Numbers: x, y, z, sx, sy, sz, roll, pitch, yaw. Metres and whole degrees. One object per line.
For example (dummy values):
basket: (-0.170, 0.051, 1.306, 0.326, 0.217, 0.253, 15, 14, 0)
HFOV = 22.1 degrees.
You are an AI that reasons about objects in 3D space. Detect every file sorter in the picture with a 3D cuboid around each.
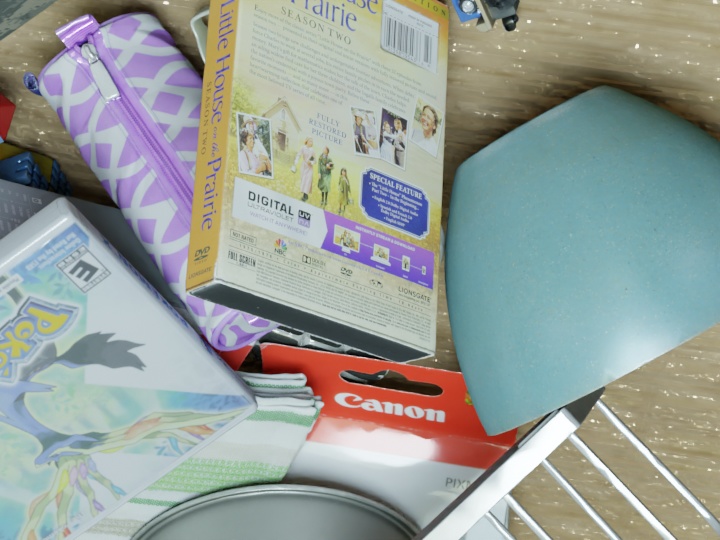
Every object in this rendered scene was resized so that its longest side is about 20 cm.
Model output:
file sorter: (0.087, 0.175, 0.997, 0.200, 0.139, 0.125, -44, 83, 12)

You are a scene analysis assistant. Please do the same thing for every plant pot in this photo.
plant pot: (0.124, -0.018, 0.984, 0.200, 0.200, 0.135, -30, 86, 25)

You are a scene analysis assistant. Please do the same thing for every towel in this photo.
towel: (-0.124, 0.124, 1.096, 0.149, 0.031, 0.200, 10, 135, -21)

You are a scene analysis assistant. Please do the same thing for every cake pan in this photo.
cake pan: (-0.052, 0.205, 1.140, 0.200, 0.037, 0.200, -2, 138, -2)

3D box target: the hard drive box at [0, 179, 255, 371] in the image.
hard drive box: (-0.181, 0.038, 1.069, 0.200, 0.077, 0.156, 13, 126, -31)

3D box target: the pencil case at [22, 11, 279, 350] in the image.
pencil case: (-0.097, -0.052, 1.007, 0.084, 0.086, 0.200, -35, 78, -7)

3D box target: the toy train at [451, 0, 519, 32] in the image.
toy train: (0.031, -0.209, 0.961, 0.046, 0.034, 0.200, -18, 116, 24)

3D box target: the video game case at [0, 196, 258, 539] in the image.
video game case: (-0.181, 0.076, 0.968, 0.200, 0.022, 0.182, -36, 132, 5)

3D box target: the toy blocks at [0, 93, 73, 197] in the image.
toy blocks: (-0.235, -0.033, 1.093, 0.137, 0.100, 0.200, -18, 127, 11)

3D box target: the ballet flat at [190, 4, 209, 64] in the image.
ballet flat: (-0.063, -0.148, 1.006, 0.072, 0.068, 0.200, 4, 127, 26)

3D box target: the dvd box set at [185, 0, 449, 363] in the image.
dvd box set: (-0.018, -0.066, 0.931, 0.146, 0.200, 0.029, 19, 155, -39)

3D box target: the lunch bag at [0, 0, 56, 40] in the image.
lunch bag: (-0.207, -0.222, 0.943, 0.200, 0.139, 0.168, -32, 82, 25)

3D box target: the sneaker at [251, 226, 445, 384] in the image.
sneaker: (0.000, 0.000, 1.075, 0.081, 0.083, 0.200, 21, 140, -15)

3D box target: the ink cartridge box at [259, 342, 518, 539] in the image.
ink cartridge box: (0.014, 0.130, 1.128, 0.162, 0.050, 0.200, 9, 144, 5)
